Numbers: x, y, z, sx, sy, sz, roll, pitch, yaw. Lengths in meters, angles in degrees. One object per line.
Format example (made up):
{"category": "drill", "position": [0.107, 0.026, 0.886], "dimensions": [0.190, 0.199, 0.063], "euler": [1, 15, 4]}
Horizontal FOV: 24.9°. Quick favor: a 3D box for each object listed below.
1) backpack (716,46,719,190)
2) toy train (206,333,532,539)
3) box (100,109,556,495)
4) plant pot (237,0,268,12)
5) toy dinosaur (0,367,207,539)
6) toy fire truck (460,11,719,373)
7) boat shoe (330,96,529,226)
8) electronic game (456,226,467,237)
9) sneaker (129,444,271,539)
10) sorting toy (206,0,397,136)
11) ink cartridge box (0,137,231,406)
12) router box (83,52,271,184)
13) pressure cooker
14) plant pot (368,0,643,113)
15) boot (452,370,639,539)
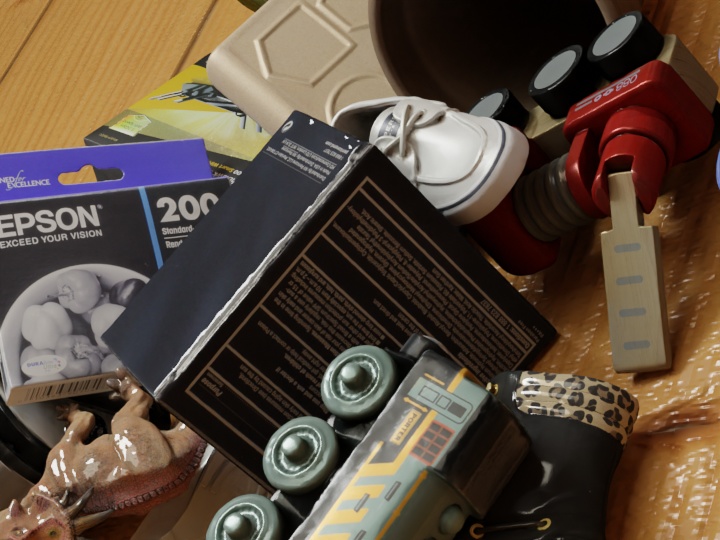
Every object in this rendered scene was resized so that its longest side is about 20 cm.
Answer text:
{"category": "backpack", "position": [0.282, -0.099, 0.877], "dimensions": [0.183, 0.147, 0.201], "euler": [-7, 50, 51]}
{"category": "toy train", "position": [0.003, 0.127, 0.890], "dimensions": [0.114, 0.085, 0.200], "euler": [26, 72, 40]}
{"category": "box", "position": [-0.021, 0.041, 1.040], "dimensions": [0.199, 0.200, 0.123], "euler": [-50, 30, -6]}
{"category": "plant pot", "position": [-0.005, -0.283, 1.455], "dimensions": [0.200, 0.200, 0.190], "euler": [-46, 42, 1]}
{"category": "toy dinosaur", "position": [-0.162, 0.141, 1.095], "dimensions": [0.199, 0.086, 0.136], "euler": [-30, 25, 1]}
{"category": "toy fire truck", "position": [0.140, -0.034, 1.029], "dimensions": [0.176, 0.129, 0.200], "euler": [-27, 28, 39]}
{"category": "boat shoe", "position": [0.036, -0.077, 1.057], "dimensions": [0.074, 0.065, 0.200], "euler": [-64, 25, -9]}
{"category": "electronic game", "position": [0.000, 0.000, 1.223], "dimensions": [0.200, 0.042, 0.200], "euler": [-33, 33, 24]}
{"category": "sneaker", "position": [-0.129, 0.197, 1.136], "dimensions": [0.200, 0.076, 0.080], "euler": [-51, 20, -20]}
{"category": "sorting toy", "position": [0.005, -0.171, 1.300], "dimensions": [0.185, 0.036, 0.200], "euler": [41, 80, 20]}
{"category": "ink cartridge box", "position": [-0.181, -0.012, 1.198], "dimensions": [0.043, 0.197, 0.201], "euler": [127, 130, -58]}
{"category": "router box", "position": [-0.108, -0.106, 1.368], "dimensions": [0.200, 0.052, 0.157], "euler": [21, 47, 38]}
{"category": "pressure cooker", "position": [-0.252, 0.125, 1.247], "dimensions": [0.200, 0.179, 0.176], "euler": [-44, -4, 27]}
{"category": "plant pot", "position": [0.130, -0.205, 1.182], "dimensions": [0.200, 0.201, 0.175], "euler": [-15, 26, 43]}
{"category": "boot", "position": [0.065, 0.137, 0.942], "dimensions": [0.199, 0.073, 0.151], "euler": [-9, 48, 42]}
